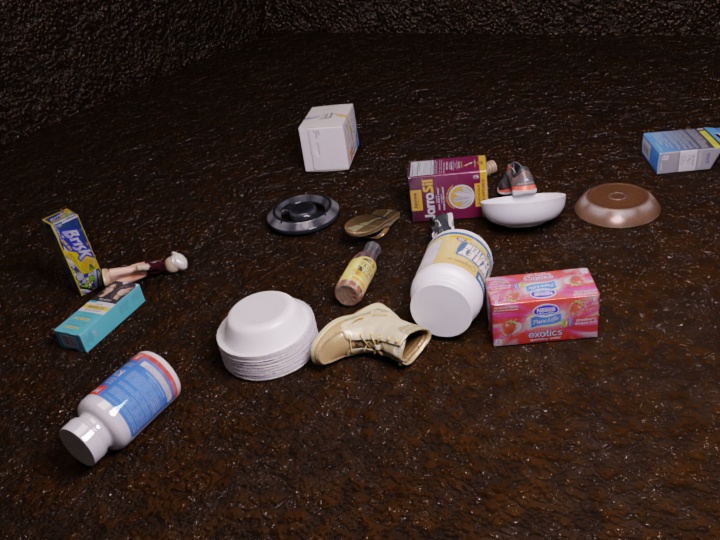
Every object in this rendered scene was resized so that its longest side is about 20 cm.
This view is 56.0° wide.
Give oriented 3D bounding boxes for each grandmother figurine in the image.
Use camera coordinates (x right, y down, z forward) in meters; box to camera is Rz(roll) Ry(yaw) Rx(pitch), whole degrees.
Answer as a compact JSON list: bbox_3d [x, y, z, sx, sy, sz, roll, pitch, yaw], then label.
[{"bbox_3d":[-0.529,-0.003,1.676,0.198,0.061,0.121,-12,12,-12],"label":"grandmother figurine"}]

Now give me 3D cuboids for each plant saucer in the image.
[{"bbox_3d":[0.624,-0.167,1.646,0.198,0.037,0.201,-7,32,4],"label":"plant saucer"}]

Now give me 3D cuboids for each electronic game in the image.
[{"bbox_3d":[-0.155,-0.154,1.833,0.198,0.042,0.201,-6,33,4],"label":"electronic game"}]

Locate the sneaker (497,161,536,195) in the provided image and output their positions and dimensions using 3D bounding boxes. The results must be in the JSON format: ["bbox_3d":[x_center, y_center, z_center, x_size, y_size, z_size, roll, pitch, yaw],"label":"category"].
[{"bbox_3d":[0.402,-0.238,1.736,0.076,0.083,0.200,-8,9,-6],"label":"sneaker"}]

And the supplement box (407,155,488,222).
[{"bbox_3d":[0.226,-0.210,1.732,0.198,0.132,0.104,-4,32,10],"label":"supplement box"}]

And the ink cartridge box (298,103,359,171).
[{"bbox_3d":[-0.097,-0.421,2.147,0.143,0.148,0.201,-2,32,12],"label":"ink cartridge box"}]

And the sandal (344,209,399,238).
[{"bbox_3d":[0.036,-0.110,1.708,0.080,0.054,0.200,18,26,28],"label":"sandal"}]

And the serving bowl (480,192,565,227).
[{"bbox_3d":[0.388,-0.141,1.613,0.198,0.066,0.200,-7,9,1],"label":"serving bowl"}]

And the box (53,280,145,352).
[{"bbox_3d":[-0.588,0.101,1.537,0.082,0.050,0.200,6,35,24],"label":"box"}]

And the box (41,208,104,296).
[{"bbox_3d":[-0.699,-0.044,1.655,0.070,0.201,0.064,-33,38,-33],"label":"box"}]

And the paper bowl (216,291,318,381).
[{"bbox_3d":[-0.188,0.117,1.349,0.199,0.105,0.201,-8,32,5],"label":"paper bowl"}]

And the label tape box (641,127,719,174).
[{"bbox_3d":[0.871,-0.321,1.799,0.198,0.067,0.144,-3,32,6],"label":"label tape box"}]

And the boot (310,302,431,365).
[{"bbox_3d":[0.019,0.139,1.284,0.199,0.073,0.155,-24,31,-32],"label":"boot"}]

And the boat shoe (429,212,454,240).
[{"bbox_3d":[0.194,-0.079,1.594,0.060,0.076,0.200,-5,20,5],"label":"boat shoe"}]

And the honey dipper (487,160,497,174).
[{"bbox_3d":[0.291,-0.257,1.883,0.199,0.038,0.038,-24,34,-19],"label":"honey dipper"}]

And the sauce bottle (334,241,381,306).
[{"bbox_3d":[0.000,0.000,1.520,0.065,0.066,0.201,2,35,19],"label":"sauce bottle"}]

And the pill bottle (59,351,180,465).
[{"bbox_3d":[-0.425,0.244,1.200,0.111,0.113,0.200,10,36,29],"label":"pill bottle"}]

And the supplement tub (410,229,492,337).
[{"bbox_3d":[0.182,0.024,1.355,0.143,0.146,0.200,3,34,19],"label":"supplement tub"}]

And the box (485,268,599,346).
[{"bbox_3d":[0.341,0.069,1.282,0.198,0.100,0.096,-6,31,6],"label":"box"}]
